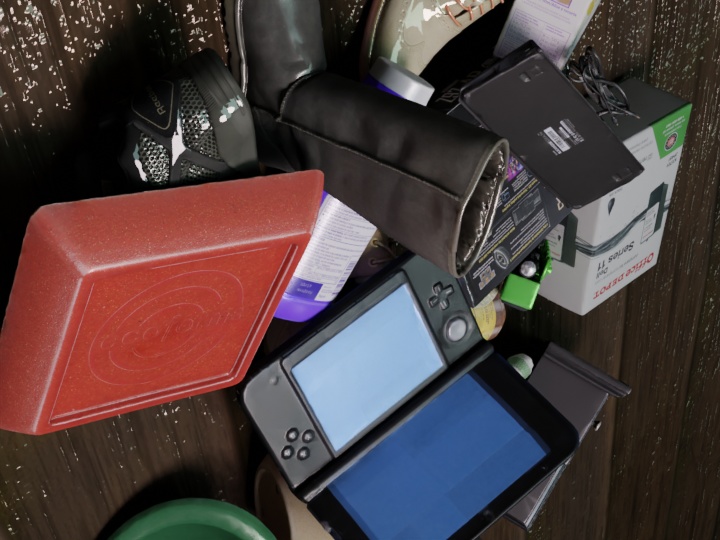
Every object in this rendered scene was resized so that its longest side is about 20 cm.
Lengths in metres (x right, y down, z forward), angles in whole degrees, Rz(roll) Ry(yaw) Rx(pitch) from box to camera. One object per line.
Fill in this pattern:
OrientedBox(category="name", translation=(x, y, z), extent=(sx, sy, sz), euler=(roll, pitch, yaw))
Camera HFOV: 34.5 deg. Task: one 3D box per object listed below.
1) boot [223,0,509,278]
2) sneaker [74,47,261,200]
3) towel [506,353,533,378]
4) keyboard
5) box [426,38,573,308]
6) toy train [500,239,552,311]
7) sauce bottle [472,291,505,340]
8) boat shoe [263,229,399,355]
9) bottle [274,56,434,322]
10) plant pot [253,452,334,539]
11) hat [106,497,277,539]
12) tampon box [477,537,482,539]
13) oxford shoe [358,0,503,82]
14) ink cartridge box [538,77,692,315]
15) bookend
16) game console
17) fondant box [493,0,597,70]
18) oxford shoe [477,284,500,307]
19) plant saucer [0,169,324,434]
OrientedBox(category="boot", translation=(0.003, -0.109, 0.735), extent=(0.072, 0.200, 0.182), euler=(-27, 135, -37))
OrientedBox(category="sneaker", translation=(-0.119, -0.048, 0.746), extent=(0.114, 0.076, 0.200), euler=(-26, 153, -10))
OrientedBox(category="towel", translation=(0.084, 0.170, 1.159), extent=(0.200, 0.031, 0.149), euler=(-42, 169, -22))
OrientedBox(category="keyboard", translation=(0.164, -0.124, 0.925), extent=(0.104, 0.040, 0.200), euler=(-27, 143, 24))
OrientedBox(category="box", translation=(0.114, -0.091, 0.962), extent=(0.200, 0.043, 0.161), euler=(-42, 126, -34))
OrientedBox(category="toy train", translation=(0.153, 0.000, 1.082), extent=(0.200, 0.042, 0.057), euler=(-37, 146, -80))
OrientedBox(category="sauce bottle", translation=(0.050, 0.052, 1.043), extent=(0.200, 0.065, 0.065), euler=(-11, 124, -46))
OrientedBox(category="boat shoe", translation=(0.000, 0.000, 0.931), extent=(0.074, 0.069, 0.200), euler=(23, 95, -56))
OrientedBox(category="bottle", translation=(-0.017, -0.058, 0.848), extent=(0.083, 0.065, 0.200), euler=(10, 115, -52))
OrientedBox(category="plant pot", translation=(-0.013, 0.195, 0.979), extent=(0.134, 0.200, 0.201), euler=(-8, 124, -23))
OrientedBox(category="hat", translation=(-0.149, 0.268, 0.980), extent=(0.165, 0.176, 0.201), euler=(-1, 95, -12))
OrientedBox(category="tampon box", translation=(0.059, 0.360, 1.177), extent=(0.126, 0.150, 0.200), euler=(-29, 146, -37))
OrientedBox(category="oxford shoe", translation=(0.070, -0.211, 0.858), extent=(0.200, 0.074, 0.071), euler=(-60, 146, 0))
OrientedBox(category="ink cartridge box", translation=(0.249, -0.075, 1.182), extent=(0.146, 0.083, 0.200), euler=(-30, 137, -36))
OrientedBox(category="bookend", translation=(0.188, 0.180, 1.220), extent=(0.199, 0.092, 0.200), euler=(-60, 172, 0))
OrientedBox(category="game console", translation=(0.039, 0.107, 0.866), extent=(0.200, 0.118, 0.171), euler=(-37, 121, -18))
OrientedBox(category="fondant box", translation=(0.178, -0.264, 0.885), extent=(0.144, 0.058, 0.200), euler=(-58, 171, -41))
OrientedBox(category="oxford shoe", translation=(0.091, -0.067, 1.017), extent=(0.075, 0.058, 0.201), euler=(-10, 108, -41))
OrientedBox(category="plant saucer", translation=(-0.126, 0.029, 0.738), extent=(0.199, 0.037, 0.200), euler=(-12, 143, -37))
